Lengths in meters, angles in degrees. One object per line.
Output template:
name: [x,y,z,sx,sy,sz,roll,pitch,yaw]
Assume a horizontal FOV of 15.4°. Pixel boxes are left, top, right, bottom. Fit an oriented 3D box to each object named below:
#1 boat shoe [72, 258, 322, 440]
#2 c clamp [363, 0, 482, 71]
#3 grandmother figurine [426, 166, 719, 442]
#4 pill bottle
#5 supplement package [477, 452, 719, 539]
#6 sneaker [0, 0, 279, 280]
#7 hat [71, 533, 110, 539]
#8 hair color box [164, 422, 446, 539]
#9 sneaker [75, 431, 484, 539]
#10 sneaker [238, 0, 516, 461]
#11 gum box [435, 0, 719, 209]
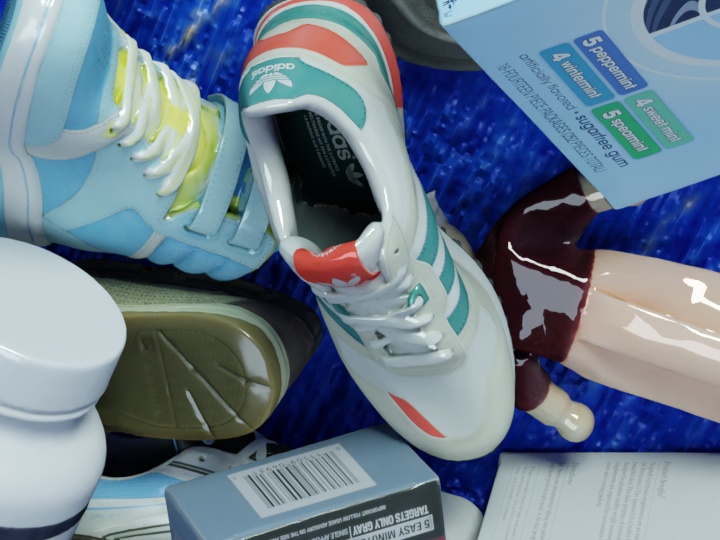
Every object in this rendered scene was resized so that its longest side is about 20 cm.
boat shoe: [-0.106,0.031,1.119,0.200,0.066,0.072,3,107,33]
c clamp: [0.051,-0.121,0.974,0.199,0.027,0.171,-8,149,20]
grandmother figurine: [0.088,0.013,1.070,0.199,0.061,0.122,14,103,2]
pill bottle: [-0.168,0.089,1.067,0.111,0.111,0.201,27,116,-3]
supplement package: [0.145,0.183,1.071,0.199,0.191,0.148,-1,119,14]
sneaker: [-0.077,-0.059,1.026,0.130,0.080,0.200,13,161,-1]
hat: [-0.085,0.193,1.156,0.199,0.081,0.201,13,152,7]
hair color box: [-0.012,0.173,1.077,0.098,0.061,0.201,-15,115,-17]
sneaker: [-0.044,0.097,1.141,0.199,0.072,0.073,6,110,5]
sneaker: [0.000,-0.001,1.001,0.070,0.094,0.201,-13,113,20]
gum box: [0.148,-0.101,0.944,0.199,0.045,0.170,-19,152,21]
